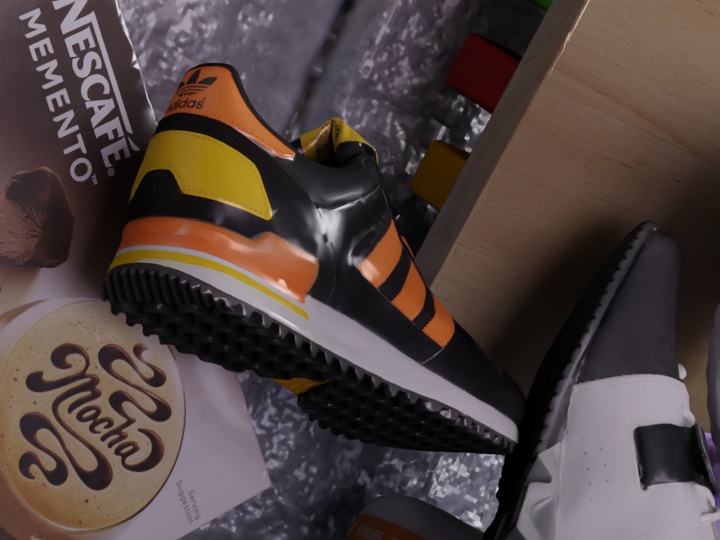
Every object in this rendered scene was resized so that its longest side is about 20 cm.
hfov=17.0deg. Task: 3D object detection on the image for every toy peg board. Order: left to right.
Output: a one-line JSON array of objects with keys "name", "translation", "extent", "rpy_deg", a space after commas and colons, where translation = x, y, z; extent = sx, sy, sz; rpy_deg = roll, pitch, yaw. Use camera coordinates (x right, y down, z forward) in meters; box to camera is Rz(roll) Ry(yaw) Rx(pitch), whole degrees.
[{"name": "toy peg board", "translation": [0.102, -0.026, 0.945], "extent": [0.200, 0.098, 0.199], "rpy_deg": [21, 102, -35]}]

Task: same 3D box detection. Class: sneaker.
[{"name": "sneaker", "translation": [0.000, 0.000, 0.798], "extent": [0.200, 0.070, 0.090], "rpy_deg": [30, 67, -48]}, {"name": "sneaker", "translation": [0.093, 0.081, 0.839], "extent": [0.088, 0.074, 0.200], "rpy_deg": [21, 68, -3]}]

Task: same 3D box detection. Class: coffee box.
[{"name": "coffee box", "translation": [-0.119, 0.001, 0.787], "extent": [0.113, 0.080, 0.200], "rpy_deg": [-27, 113, -28]}]

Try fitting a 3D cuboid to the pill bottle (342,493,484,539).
[{"name": "pill bottle", "translation": [0.000, 0.192, 0.886], "extent": [0.112, 0.112, 0.200], "rpy_deg": [42, 74, -33]}]

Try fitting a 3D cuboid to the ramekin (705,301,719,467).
[{"name": "ramekin", "translation": [0.217, 0.038, 0.842], "extent": [0.105, 0.200, 0.200], "rpy_deg": [-17, 111, -60]}]

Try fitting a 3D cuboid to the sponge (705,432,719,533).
[{"name": "sponge", "translation": [0.132, 0.160, 0.982], "extent": [0.111, 0.030, 0.200], "rpy_deg": [12, 112, -35]}]
